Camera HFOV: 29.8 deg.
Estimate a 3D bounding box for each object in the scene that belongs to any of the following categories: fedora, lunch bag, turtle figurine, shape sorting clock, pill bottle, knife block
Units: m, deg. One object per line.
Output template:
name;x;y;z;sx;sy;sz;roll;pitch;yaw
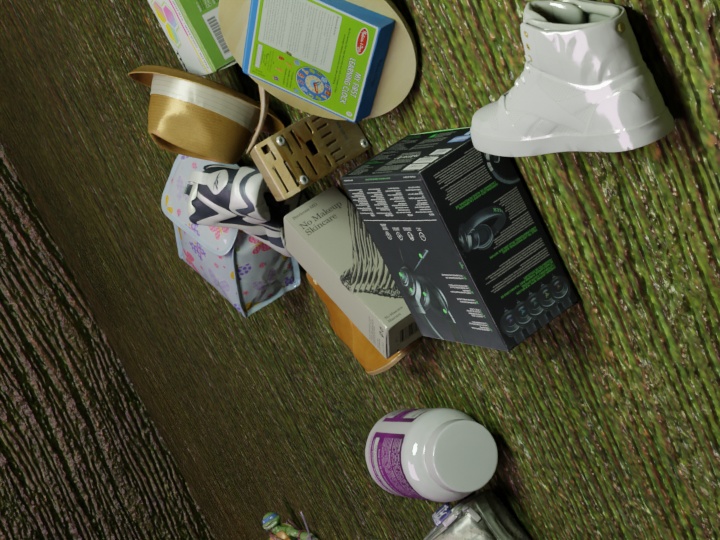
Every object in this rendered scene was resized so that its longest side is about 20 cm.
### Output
fedora;-0.191;-0.175;1.607;0.200;0.082;0.201;18;175;2
lunch bag;0.163;0.378;1.676;0.200;0.139;0.168;51;143;15
lunch bag;-0.179;-0.067;1.824;0.170;0.127;0.200;40;148;35
turtle figurine;-0.142;0.581;2.683;0.194;0.144;0.200;56;164;-6
shape sorting clock;-0.040;-0.218;1.277;0.199;0.039;0.200;19;145;14
pill bottle;0.088;0.222;1.636;0.113;0.112;0.200;59;161;-5
knife block;-0.086;-0.112;1.468;0.175;0.200;0.064;-27;96;41

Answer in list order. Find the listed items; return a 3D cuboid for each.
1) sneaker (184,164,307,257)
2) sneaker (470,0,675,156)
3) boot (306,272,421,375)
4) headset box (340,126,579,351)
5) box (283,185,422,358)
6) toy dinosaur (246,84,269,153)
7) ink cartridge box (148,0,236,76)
sneaker;-0.148;-0.080;1.671;0.129;0.080;0.199;14;173;20
sneaker;0.142;-0.150;1.021;0.200;0.074;0.116;2;121;55
boot;-0.006;0.049;1.657;0.144;0.071;0.201;57;166;-7
headset box;0.094;-0.025;1.278;0.200;0.093;0.174;62;160;-13
box;0.000;0.000;1.560;0.200;0.082;0.068;46;158;27
toy dinosaur;-0.103;-0.234;1.385;0.106;0.060;0.201;121;140;-75
ink cartridge box;-0.205;-0.303;1.595;0.148;0.076;0.200;62;159;-13
